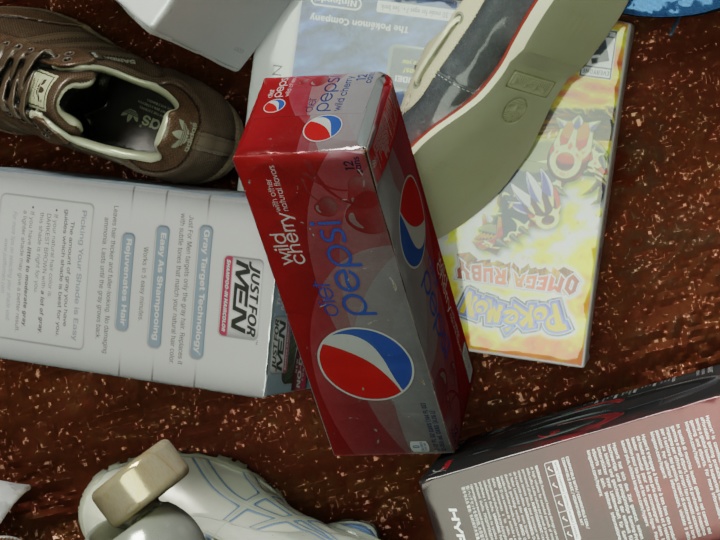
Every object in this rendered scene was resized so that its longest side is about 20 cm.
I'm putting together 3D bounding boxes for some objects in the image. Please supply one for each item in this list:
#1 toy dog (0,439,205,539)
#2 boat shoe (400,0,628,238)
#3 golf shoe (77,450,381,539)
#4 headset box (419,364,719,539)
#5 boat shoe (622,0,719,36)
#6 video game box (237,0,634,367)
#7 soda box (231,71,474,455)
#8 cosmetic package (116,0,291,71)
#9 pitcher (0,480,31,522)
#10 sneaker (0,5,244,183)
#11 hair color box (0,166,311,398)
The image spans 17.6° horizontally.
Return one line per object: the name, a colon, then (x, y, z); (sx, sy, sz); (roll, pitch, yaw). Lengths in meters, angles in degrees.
toy dog: (-0.138, 0.174, 1.191); (0.132, 0.096, 0.201); (43, 135, 19)
boat shoe: (0.058, -0.096, 1.171); (0.200, 0.071, 0.063); (-53, 50, 21)
golf shoe: (-0.061, 0.150, 1.231); (0.199, 0.097, 0.079); (15, 97, 9)
headset box: (0.140, 0.103, 1.172); (0.199, 0.149, 0.076); (-17, 91, 10)
boat shoe: (0.193, -0.165, 1.193); (0.198, 0.069, 0.085); (-2, 97, 7)
video game box: (0.034, -0.053, 1.232); (0.198, 0.047, 0.184); (8, 97, 8)
soda box: (0.000, 0.000, 1.148); (0.069, 0.064, 0.201); (-2, 130, 18)
cosmetic package: (-0.094, -0.246, 1.181); (0.200, 0.123, 0.200); (40, 98, 18)
pitcher: (-0.302, 0.092, 1.260); (0.171, 0.121, 0.200); (-36, 99, 23)
sneaker: (-0.158, -0.100, 1.225); (0.199, 0.075, 0.071); (17, 91, 20)
hair color box: (-0.119, 0.003, 1.220); (0.199, 0.061, 0.100); (7, 95, 26)
